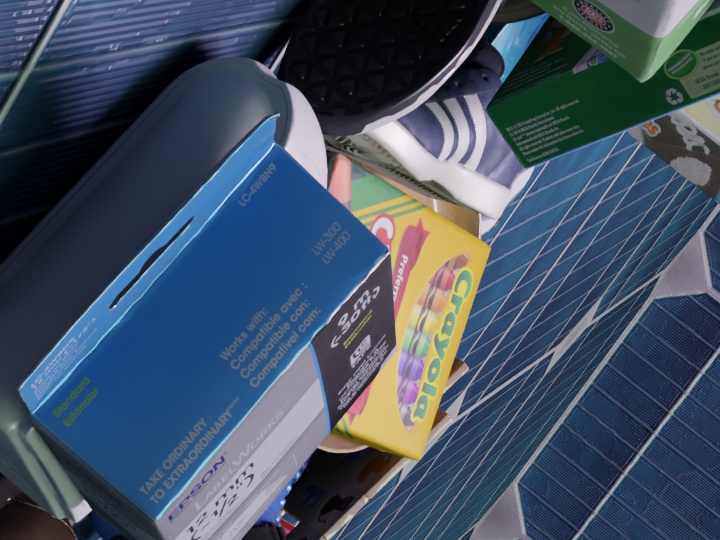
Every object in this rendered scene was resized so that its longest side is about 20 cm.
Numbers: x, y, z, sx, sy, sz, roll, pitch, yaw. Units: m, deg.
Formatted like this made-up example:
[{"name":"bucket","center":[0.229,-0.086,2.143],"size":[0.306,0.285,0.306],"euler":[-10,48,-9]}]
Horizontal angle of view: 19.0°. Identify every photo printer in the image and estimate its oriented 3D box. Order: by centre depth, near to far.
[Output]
[{"name":"photo printer","center":[-0.091,0.004,0.940],"size":[0.200,0.069,0.166],"euler":[-49,167,-14]}]

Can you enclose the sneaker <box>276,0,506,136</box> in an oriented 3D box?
[{"name":"sneaker","center":[0.039,-0.129,1.023],"size":[0.200,0.072,0.083],"euler":[-48,169,-17]}]

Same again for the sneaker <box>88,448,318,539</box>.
[{"name":"sneaker","center":[-0.061,0.129,1.204],"size":[0.200,0.111,0.077],"euler":[-14,165,-47]}]

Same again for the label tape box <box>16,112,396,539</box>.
[{"name":"label tape box","center":[-0.053,0.039,0.863],"size":[0.143,0.066,0.200],"euler":[-49,168,-14]}]

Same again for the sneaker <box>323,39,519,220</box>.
[{"name":"sneaker","center":[0.030,-0.089,1.108],"size":[0.200,0.075,0.085],"euler":[22,89,-65]}]

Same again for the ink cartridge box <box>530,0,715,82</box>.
[{"name":"ink cartridge box","center":[0.101,-0.189,0.895],"size":[0.088,0.145,0.200],"euler":[-48,168,-16]}]

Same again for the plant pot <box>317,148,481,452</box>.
[{"name":"plant pot","center":[0.000,0.000,1.184],"size":[0.200,0.027,0.200],"euler":[-26,122,-49]}]

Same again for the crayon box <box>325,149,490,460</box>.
[{"name":"crayon box","center":[0.000,0.022,1.122],"size":[0.200,0.051,0.127],"euler":[27,80,-56]}]

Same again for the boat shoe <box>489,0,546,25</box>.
[{"name":"boat shoe","center":[0.114,-0.202,1.131],"size":[0.200,0.072,0.065],"euler":[-43,129,-26]}]

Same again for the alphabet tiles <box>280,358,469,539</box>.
[{"name":"alphabet tiles","center":[-0.027,0.115,1.278],"size":[0.200,0.008,0.167],"euler":[-43,-159,-11]}]

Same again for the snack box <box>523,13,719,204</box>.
[{"name":"snack box","center":[0.203,-0.099,1.236],"size":[0.116,0.200,0.037],"euler":[-40,165,-47]}]

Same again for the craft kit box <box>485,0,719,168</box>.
[{"name":"craft kit box","center":[0.181,-0.148,1.073],"size":[0.200,0.049,0.198],"euler":[-21,-158,41]}]

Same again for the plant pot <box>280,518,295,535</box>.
[{"name":"plant pot","center":[-0.087,0.256,1.418],"size":[0.183,0.200,0.200],"euler":[-55,169,-13]}]

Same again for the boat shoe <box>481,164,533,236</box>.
[{"name":"boat shoe","center":[0.060,-0.041,1.376],"size":[0.057,0.069,0.200],"euler":[-63,167,25]}]

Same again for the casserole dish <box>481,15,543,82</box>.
[{"name":"casserole dish","center":[0.076,-0.125,1.261],"size":[0.121,0.039,0.200],"euler":[-45,166,-28]}]

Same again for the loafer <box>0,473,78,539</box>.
[{"name":"loafer","center":[-0.194,0.158,1.009],"size":[0.200,0.071,0.073],"euler":[-37,162,-51]}]
